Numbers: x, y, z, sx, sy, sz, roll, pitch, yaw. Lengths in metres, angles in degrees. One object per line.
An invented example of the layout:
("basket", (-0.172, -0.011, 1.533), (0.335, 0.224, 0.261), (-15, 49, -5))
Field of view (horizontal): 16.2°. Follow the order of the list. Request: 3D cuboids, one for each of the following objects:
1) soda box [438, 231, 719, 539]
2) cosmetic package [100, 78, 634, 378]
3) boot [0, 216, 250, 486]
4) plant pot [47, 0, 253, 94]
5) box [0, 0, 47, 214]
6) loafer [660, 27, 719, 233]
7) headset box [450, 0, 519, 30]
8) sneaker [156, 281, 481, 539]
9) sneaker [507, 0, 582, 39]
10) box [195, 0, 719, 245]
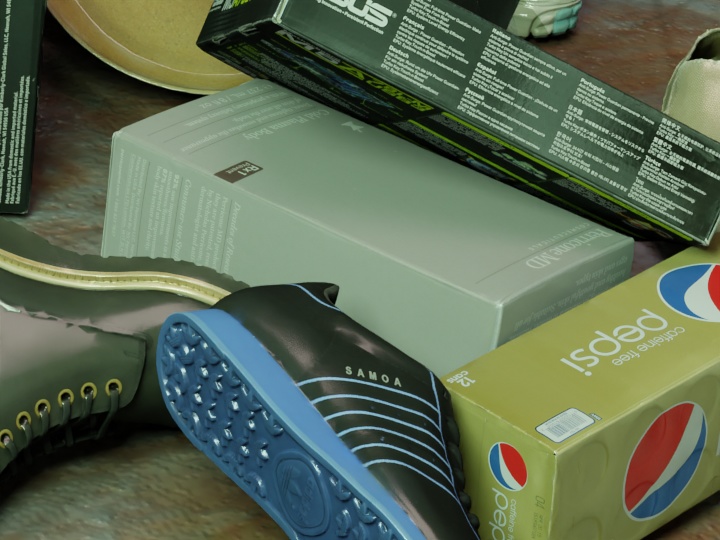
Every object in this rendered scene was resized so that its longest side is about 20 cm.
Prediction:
("soda box", (0.116, 0.047, 0.979), (0.200, 0.068, 0.064), (-25, 40, -38))
("cosmetic package", (0.000, 0.000, 1.036), (0.199, 0.091, 0.107), (21, 27, 29))
("boot", (-0.113, 0.060, 0.931), (0.199, 0.078, 0.139), (14, 45, -2))
("plant pot", (-0.074, -0.179, 1.266), (0.199, 0.201, 0.027), (6, -16, -5))
("box", (-0.248, -0.115, 1.139), (0.199, 0.125, 0.149), (3, 27, -13))
("loafer", (0.176, -0.066, 1.215), (0.075, 0.069, 0.200), (3, 22, -4))
("headset box", (-0.035, -0.168, 1.138), (0.149, 0.078, 0.200), (28, -5, -36))
("sneaker", (0.012, 0.076, 0.879), (0.078, 0.070, 0.200), (-18, 55, -35))
("sneaker", (0.055, -0.208, 1.441), (0.200, 0.087, 0.077), (31, 34, 35))
("box", (0.039, -0.073, 1.062), (0.199, 0.048, 0.193), (27, -6, -12))
